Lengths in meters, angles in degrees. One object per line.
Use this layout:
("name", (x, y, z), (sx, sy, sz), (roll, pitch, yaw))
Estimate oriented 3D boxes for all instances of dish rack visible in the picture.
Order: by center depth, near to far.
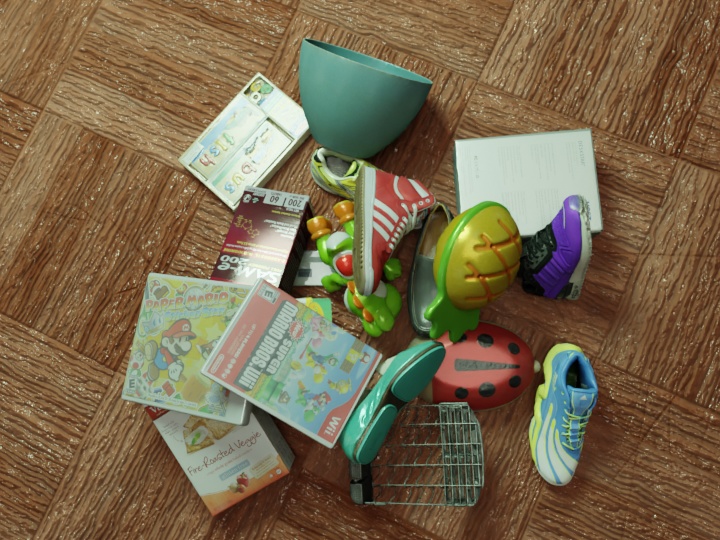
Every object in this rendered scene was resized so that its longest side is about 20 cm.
("dish rack", (0.075, 0.258, 0.864), (0.199, 0.055, 0.154), (-5, 82, 16))

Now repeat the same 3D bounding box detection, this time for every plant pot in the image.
("plant pot", (-0.007, -0.248, 0.915), (0.199, 0.200, 0.135), (22, 112, 8))

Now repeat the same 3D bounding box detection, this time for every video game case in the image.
("video game case", (-0.086, 0.121, 0.798), (0.200, 0.017, 0.143), (34, 75, -13))
("video game case", (-0.225, 0.103, 0.834), (0.199, 0.023, 0.183), (6, 80, 22))

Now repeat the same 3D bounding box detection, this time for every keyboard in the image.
("keyboard", (-0.087, -0.004, 0.961), (0.199, 0.011, 0.057), (0, 87, 5))

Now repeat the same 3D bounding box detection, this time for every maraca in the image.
("maraca", (0.149, 0.003, 0.822), (0.107, 0.137, 0.201), (29, 100, 49))

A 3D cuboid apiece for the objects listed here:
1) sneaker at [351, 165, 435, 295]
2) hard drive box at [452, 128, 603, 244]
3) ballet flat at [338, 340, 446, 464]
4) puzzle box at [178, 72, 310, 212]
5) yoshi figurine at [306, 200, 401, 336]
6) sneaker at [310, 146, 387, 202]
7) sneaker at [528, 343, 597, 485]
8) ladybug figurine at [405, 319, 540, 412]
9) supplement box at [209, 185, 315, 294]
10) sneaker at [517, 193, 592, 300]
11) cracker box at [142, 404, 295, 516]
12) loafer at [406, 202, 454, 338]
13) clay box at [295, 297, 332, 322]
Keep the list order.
("sneaker", (0.048, -0.053, 0.849), (0.112, 0.071, 0.201), (8, 62, -12))
("hard drive box", (0.244, -0.119, 0.912), (0.199, 0.077, 0.157), (-3, 81, 5))
("ballet flat", (0.034, 0.166, 0.833), (0.070, 0.067, 0.200), (31, 81, 43))
("puzzle box", (-0.183, -0.208, 0.992), (0.133, 0.025, 0.200), (40, 87, 9))
("yoshi figurine", (0.001, 0.003, 0.913), (0.112, 0.112, 0.201), (-16, 75, -28))
("sneaker", (0.009, -0.128, 0.936), (0.199, 0.076, 0.076), (23, 82, 7))
("sneaker", (0.281, 0.200, 0.845), (0.075, 0.105, 0.201), (4, 81, 6))
("ladybug figurine", (0.160, 0.137, 0.883), (0.199, 0.072, 0.136), (-3, 81, 5))
("supplement box", (-0.148, -0.023, 0.913), (0.108, 0.061, 0.201), (10, 67, 11))
("sneaker", (0.260, -0.023, 0.843), (0.099, 0.200, 0.070), (2, 52, 12))
("cracker box", (-0.204, 0.232, 0.883), (0.134, 0.058, 0.200), (-31, 92, 6))
("loafer", (0.103, -0.003, 0.890), (0.072, 0.072, 0.201), (2, 68, 11))
("clay box", (-0.139, 0.103, 0.928), (0.199, 0.048, 0.115), (-3, 83, 3))
